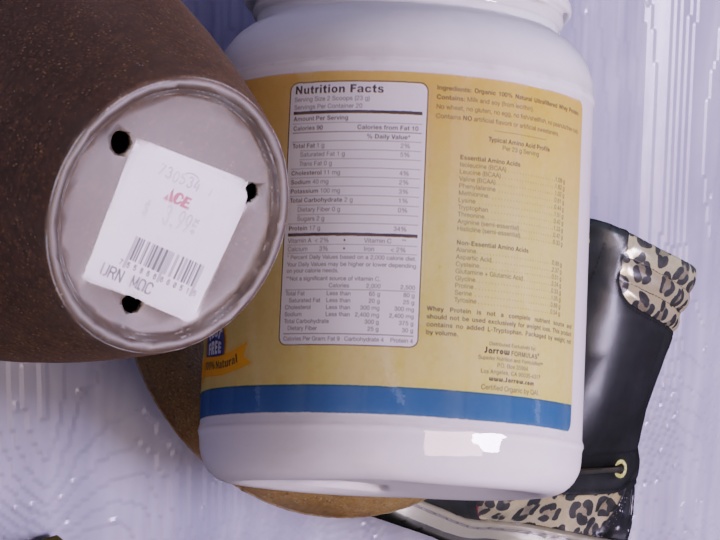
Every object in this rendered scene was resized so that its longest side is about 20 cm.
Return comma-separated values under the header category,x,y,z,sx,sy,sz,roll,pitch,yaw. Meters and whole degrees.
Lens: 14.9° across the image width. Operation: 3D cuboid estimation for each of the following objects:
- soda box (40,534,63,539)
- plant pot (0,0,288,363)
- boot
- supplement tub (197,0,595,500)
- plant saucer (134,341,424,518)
category,x,y,z,sx,sy,sz,roll,pitch,yaw
soda box,-0.132,0.216,1.122,0.064,0.068,0.201,-13,112,-31
plant pot,-0.116,-0.042,0.967,0.186,0.200,0.188,-12,112,-32
boot,0.055,0.043,1.204,0.203,0.073,0.155,20,86,-34
supplement tub,0.015,-0.018,1.030,0.144,0.144,0.201,8,80,-37
plant saucer,0.000,0.000,1.122,0.199,0.035,0.202,3,83,-26
